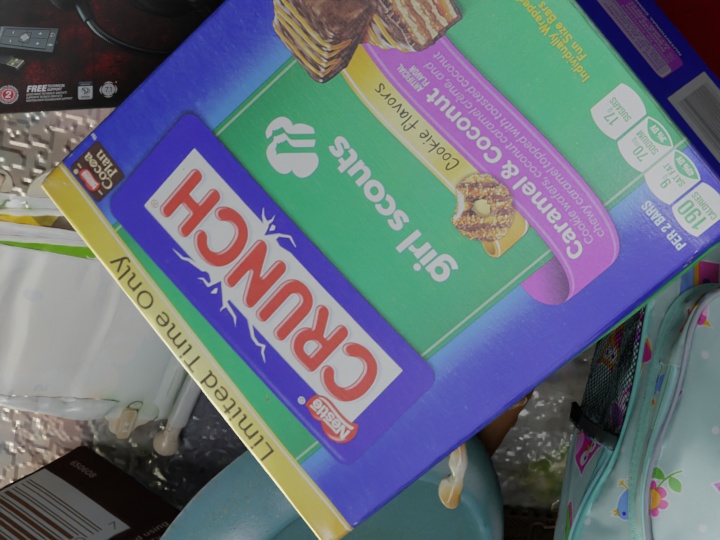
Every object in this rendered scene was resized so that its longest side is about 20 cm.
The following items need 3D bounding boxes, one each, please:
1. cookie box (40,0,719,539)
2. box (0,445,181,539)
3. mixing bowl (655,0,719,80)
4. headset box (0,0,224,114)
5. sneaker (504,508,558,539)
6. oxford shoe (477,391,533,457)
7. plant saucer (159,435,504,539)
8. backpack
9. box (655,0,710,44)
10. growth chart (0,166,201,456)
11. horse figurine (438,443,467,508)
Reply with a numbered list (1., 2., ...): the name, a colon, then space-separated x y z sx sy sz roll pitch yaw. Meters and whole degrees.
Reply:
1. cookie box: 0.015 -0.032 0.790 0.200 0.075 0.171 -41 87 27
2. box: -0.136 0.224 1.065 0.164 0.165 0.201 26 133 44
3. mixing bowl: 0.100 -0.143 0.844 0.199 0.109 0.201 5 122 9
4. headset box: -0.079 -0.166 0.843 0.148 0.075 0.201 -4 119 -15
5. sneaker: 0.105 0.178 1.092 0.199 0.070 0.109 5 116 13
6. oxford shoe: 0.053 0.047 1.041 0.071 0.072 0.200 22 123 -40
7. plant saucer: -0.013 0.148 0.982 0.199 0.027 0.201 -21 130 -27
8. backpack: 0.172 0.095 0.958 0.175 0.153 0.201 18 98 -4
9. box: 0.050 -0.069 0.949 0.199 0.065 0.070 -2 158 9
10. growth chart: -0.143 0.013 1.025 0.199 0.018 0.145 15 121 -28
11. horse figurine: 0.000 0.000 0.886 0.199 0.050 0.133 27 115 34
